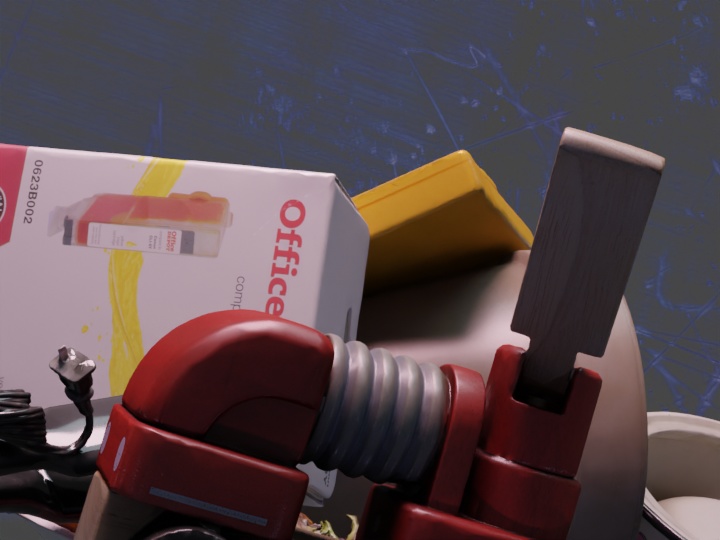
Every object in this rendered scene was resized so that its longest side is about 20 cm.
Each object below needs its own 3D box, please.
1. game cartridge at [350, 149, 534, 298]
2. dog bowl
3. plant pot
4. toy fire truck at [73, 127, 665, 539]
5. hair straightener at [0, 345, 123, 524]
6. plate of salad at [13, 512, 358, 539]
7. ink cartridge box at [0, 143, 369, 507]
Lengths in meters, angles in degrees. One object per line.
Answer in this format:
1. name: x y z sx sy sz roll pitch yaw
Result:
1. game cartridge: 0.000 0.000 1.049 0.175 0.033 0.200 -23 -16 8
2. dog bowl: 0.219 0.165 1.113 0.198 0.074 0.200 18 21 -7
3. plant pot: 0.036 0.087 1.026 0.172 0.202 0.200 1 3 -16
4. toy fire truck: 0.013 0.046 0.652 0.174 0.202 0.129 18 -2 -12
5. hair straightener: -0.124 0.053 0.693 0.198 0.077 0.041 4 33 -34
6. plate of salad: -0.058 0.109 0.812 0.198 0.049 0.200 17 -2 1
7. ink cartridge box: -0.106 0.024 0.914 0.198 0.147 0.083 5 -12 11
